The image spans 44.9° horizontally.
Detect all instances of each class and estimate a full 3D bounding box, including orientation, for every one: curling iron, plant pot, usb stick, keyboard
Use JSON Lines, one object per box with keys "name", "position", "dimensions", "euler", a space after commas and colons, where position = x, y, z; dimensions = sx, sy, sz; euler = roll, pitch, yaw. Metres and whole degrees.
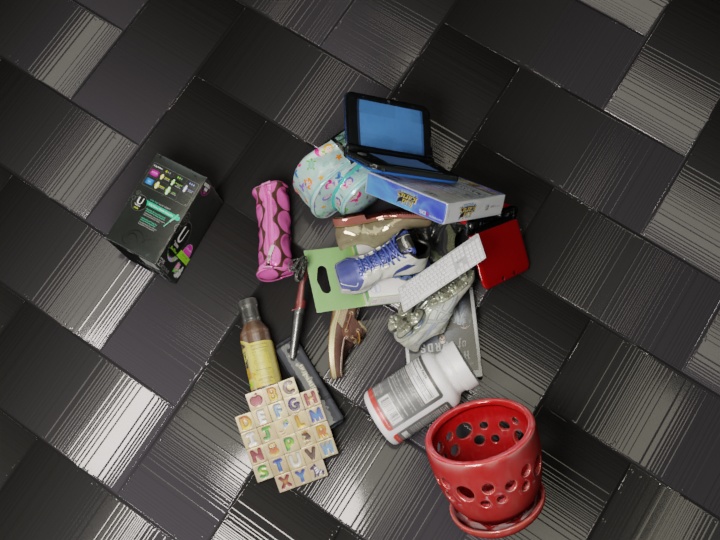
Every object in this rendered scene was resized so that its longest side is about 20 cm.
{"name": "curling iron", "position": [-0.127, 0.071, 1.697], "dimensions": [0.025, 0.049, 0.202], "euler": [6, 92, 40]}
{"name": "plant pot", "position": [0.232, 0.354, 1.545], "dimensions": [0.199, 0.201, 0.184], "euler": [-21, 111, -3]}
{"name": "usb stick", "position": [-0.100, 0.223, 1.701], "dimensions": [0.055, 0.033, 0.201], "euler": [-31, 75, -5]}
{"name": "keyboard", "position": [0.148, 0.006, 1.615], "dimensions": [0.199, 0.011, 0.057], "euler": [-36, 43, 28]}

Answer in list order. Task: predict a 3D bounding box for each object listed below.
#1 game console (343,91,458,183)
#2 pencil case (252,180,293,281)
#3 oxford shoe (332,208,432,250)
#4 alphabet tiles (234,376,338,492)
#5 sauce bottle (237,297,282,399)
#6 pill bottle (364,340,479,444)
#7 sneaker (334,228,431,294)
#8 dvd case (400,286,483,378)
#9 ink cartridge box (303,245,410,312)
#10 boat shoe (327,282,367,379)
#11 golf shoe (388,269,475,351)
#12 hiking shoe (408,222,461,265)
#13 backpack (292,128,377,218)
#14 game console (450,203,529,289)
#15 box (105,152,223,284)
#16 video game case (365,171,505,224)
{"name": "game console", "position": [0.076, -0.248, 1.627], "dimensions": [0.198, 0.171, 0.120], "euler": [4, 108, -30]}
{"name": "pencil case", "position": [-0.177, -0.083, 1.757], "dimensions": [0.090, 0.094, 0.202], "euler": [-13, 71, 18]}
{"name": "oxford shoe", "position": [0.047, -0.079, 1.701], "dimensions": [0.198, 0.070, 0.076], "euler": [-5, 101, 1]}
{"name": "alphabet tiles", "position": [-0.140, 0.313, 1.656], "dimensions": [0.165, 0.006, 0.202], "euler": [-19, 93, 0]}
{"name": "sauce bottle", "position": [-0.200, 0.154, 1.710], "dimensions": [0.064, 0.065, 0.202], "euler": [-14, 72, -1]}
{"name": "pill bottle", "position": [0.116, 0.226, 1.629], "dimensions": [0.199, 0.116, 0.116], "euler": [-33, 75, 5]}
{"name": "sneaker", "position": [0.050, -0.027, 1.642], "dimensions": [0.197, 0.116, 0.081], "euler": [-11, 61, -18]}
{"name": "dvd case", "position": [0.158, 0.119, 1.721], "dimensions": [0.149, 0.025, 0.202], "euler": [-6, 74, 2]}
{"name": "ink cartridge box", "position": [0.000, 0.000, 1.712], "dimensions": [0.198, 0.048, 0.147], "euler": [-5, 61, -16]}
{"name": "boat shoe", "position": [-0.022, 0.115, 1.709], "dimensions": [0.071, 0.072, 0.202], "euler": [5, 68, 5]}
{"name": "golf shoe", "position": [0.147, 0.074, 1.682], "dimensions": [0.199, 0.097, 0.078], "euler": [-39, 40, -2]}
{"name": "hiking shoe", "position": [0.152, -0.086, 1.763], "dimensions": [0.100, 0.076, 0.202], "euler": [-16, 76, -19]}
{"name": "backpack", "position": [-0.032, -0.192, 1.737], "dimensions": [0.199, 0.178, 0.151], "euler": [-30, 73, -13]}
{"name": "game console", "position": [0.228, -0.064, 1.705], "dimensions": [0.171, 0.199, 0.120], "euler": [22, 114, 30]}
{"name": "box", "position": [-0.388, -0.103, 1.746], "dimensions": [0.123, 0.149, 0.201], "euler": [26, 77, 11]}
{"name": "video game case", "position": [0.140, -0.146, 1.646], "dimensions": [0.199, 0.180, 0.046], "euler": [27, 117, 38]}
